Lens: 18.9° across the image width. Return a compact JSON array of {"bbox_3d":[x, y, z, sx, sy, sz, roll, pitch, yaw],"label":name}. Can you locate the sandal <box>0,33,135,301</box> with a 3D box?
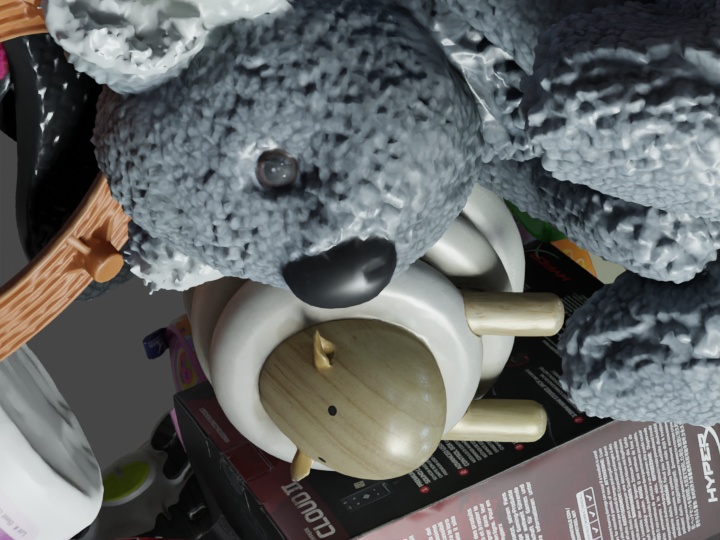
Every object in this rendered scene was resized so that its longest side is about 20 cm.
[{"bbox_3d":[-0.098,-0.073,0.751,0.075,0.045,0.201,-27,138,-23],"label":"sandal"}]

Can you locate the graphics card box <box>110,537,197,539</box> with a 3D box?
[{"bbox_3d":[-0.148,0.149,0.935,0.199,0.051,0.125,-11,169,23],"label":"graphics card box"}]

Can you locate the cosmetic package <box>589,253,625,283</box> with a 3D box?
[{"bbox_3d":[0.103,0.030,1.052,0.200,0.104,0.073,-37,152,7],"label":"cosmetic package"}]

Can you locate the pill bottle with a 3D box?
[{"bbox_3d":[-0.209,0.103,0.839,0.199,0.113,0.112,-34,153,3],"label":"pill bottle"}]

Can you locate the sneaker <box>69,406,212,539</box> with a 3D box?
[{"bbox_3d":[-0.077,0.102,1.039,0.199,0.077,0.085,-32,173,4],"label":"sneaker"}]

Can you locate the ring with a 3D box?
[{"bbox_3d":[-0.120,-0.018,0.665,0.200,0.019,0.201,-37,156,-20],"label":"ring"}]

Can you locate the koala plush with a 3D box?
[{"bbox_3d":[0.013,-0.052,0.634,0.199,0.185,0.178,-10,149,4],"label":"koala plush"}]

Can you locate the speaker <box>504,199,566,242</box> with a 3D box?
[{"bbox_3d":[0.147,-0.090,0.920,0.199,0.089,0.089,-28,152,-7],"label":"speaker"}]

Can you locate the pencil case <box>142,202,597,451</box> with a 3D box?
[{"bbox_3d":[0.009,0.026,0.970,0.199,0.088,0.088,-25,152,-13],"label":"pencil case"}]

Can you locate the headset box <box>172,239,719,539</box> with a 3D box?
[{"bbox_3d":[0.027,0.078,0.862,0.199,0.149,0.075,-23,119,-16],"label":"headset box"}]

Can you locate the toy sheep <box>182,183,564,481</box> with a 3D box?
[{"bbox_3d":[0.000,0.000,0.792,0.137,0.201,0.139,-2,126,-3],"label":"toy sheep"}]
